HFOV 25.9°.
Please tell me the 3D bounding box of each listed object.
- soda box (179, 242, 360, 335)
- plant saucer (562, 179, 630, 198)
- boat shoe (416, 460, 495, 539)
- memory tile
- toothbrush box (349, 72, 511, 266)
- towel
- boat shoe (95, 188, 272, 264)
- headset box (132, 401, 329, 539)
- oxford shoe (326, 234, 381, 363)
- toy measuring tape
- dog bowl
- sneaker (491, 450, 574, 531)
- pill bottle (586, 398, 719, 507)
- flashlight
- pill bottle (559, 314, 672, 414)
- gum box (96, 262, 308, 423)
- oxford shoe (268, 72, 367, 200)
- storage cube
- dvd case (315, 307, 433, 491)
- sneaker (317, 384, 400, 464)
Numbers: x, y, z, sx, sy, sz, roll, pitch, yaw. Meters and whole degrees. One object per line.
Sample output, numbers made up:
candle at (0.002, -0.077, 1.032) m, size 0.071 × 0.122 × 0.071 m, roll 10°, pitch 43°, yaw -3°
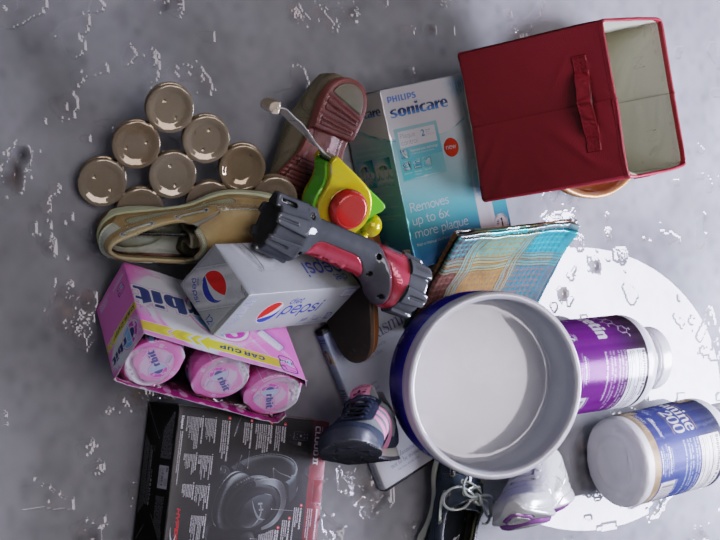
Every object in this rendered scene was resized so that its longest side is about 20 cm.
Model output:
soda box at (-0.089, 0.014, 1.595) m, size 0.200 × 0.063 × 0.068 m, roll -3°, pitch 53°, yaw -56°
plant saucer at (0.269, -0.187, 1.909) m, size 0.199 × 0.037 × 0.202 m, roll 2°, pitch 86°, yaw -33°
boat shoe at (0.111, 0.268, 1.766) m, size 0.075 × 0.062 × 0.201 m, roll 26°, pitch 79°, yaw -36°
memory tile at (-0.174, -0.084, 1.595) m, size 0.200 × 0.017 × 0.153 m, roll 41°, pitch 93°, yaw -25°
toothbrush box at (0.076, -0.112, 1.752) m, size 0.146 × 0.085 × 0.201 m, roll -14°, pitch 95°, yaw -33°
towel at (0.151, 0.007, 1.771) m, size 0.199 × 0.022 × 0.147 m, roll -6°, pitch 134°, yaw -41°
boat shoe at (-0.162, -0.033, 1.566) m, size 0.199 × 0.076 × 0.072 m, roll -11°, pitch 111°, yaw -15°
headset box at (-0.123, 0.219, 1.614) m, size 0.199 × 0.077 × 0.150 m, roll 9°, pitch 83°, yaw -33°
oxford shoe at (0.000, 0.000, 1.701) m, size 0.071 × 0.071 × 0.201 m, roll 1°, pitch 80°, yaw -48°
toy measuring tape at (-0.048, -0.091, 1.607) m, size 0.200 × 0.073 × 0.074 m, roll 43°, pitch 66°, yaw -34°
dog bowl at (0.134, 0.122, 1.699) m, size 0.199 × 0.079 × 0.201 m, roll 0°, pitch 91°, yaw -16°
sneaker at (0.189, 0.240, 1.790) m, size 0.200 × 0.074 × 0.100 m, roll -7°, pitch 84°, yaw -71°
pill bottle at (0.386, 0.219, 1.926) m, size 0.199 × 0.111 × 0.112 m, roll -8°, pitch 93°, yaw -33°
flashlight at (-0.021, -0.011, 1.593) m, size 0.199 × 0.068 × 0.068 m, roll 20°, pitch 49°, yaw -33°
pill bottle at (0.272, 0.112, 1.855) m, size 0.199 × 0.112 × 0.113 m, roll -4°, pitch 91°, yaw -34°
gum box at (-0.155, 0.076, 1.568) m, size 0.199 × 0.114 × 0.066 m, roll 18°, pitch 118°, yaw -31°
oxford shoe at (-0.061, -0.118, 1.676) m, size 0.070 × 0.075 × 0.201 m, roll 28°, pitch 94°, yaw -33°
storage cube at (0.236, -0.177, 1.729) m, size 0.200 × 0.179 × 0.172 m, roll -15°, pitch 95°, yaw -58°
dvd case at (0.042, 0.127, 1.760) m, size 0.142 × 0.018 × 0.201 m, roll -28°, pitch 103°, yaw -30°
sneaker at (-0.005, 0.158, 1.631) m, size 0.070 × 0.200 × 0.083 m, roll -6°, pitch 79°, yaw 8°
